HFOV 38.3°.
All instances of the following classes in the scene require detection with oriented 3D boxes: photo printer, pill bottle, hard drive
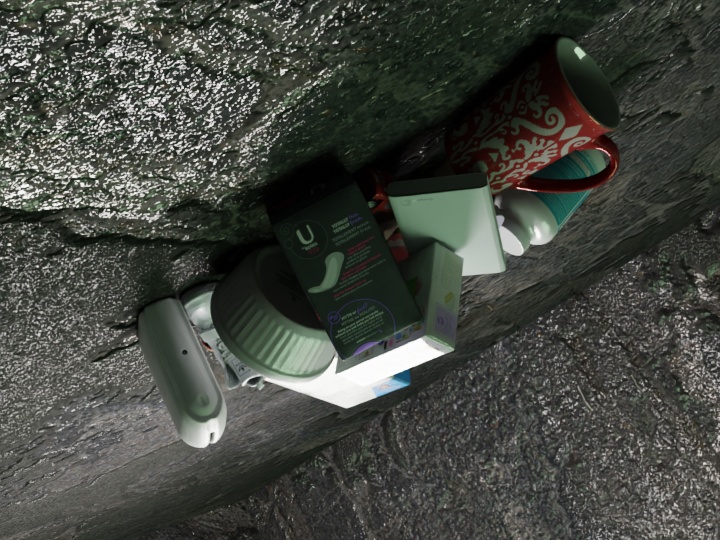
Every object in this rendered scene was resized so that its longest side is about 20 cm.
[{"bbox_3d":[-0.256,0.157,1.504,0.069,0.201,0.167,-22,166,-19],"label":"photo printer"},{"bbox_3d":[0.282,-0.118,1.605,0.200,0.111,0.111,-48,172,-18],"label":"pill bottle"},{"bbox_3d":[0.121,-0.056,1.410,0.130,0.027,0.201,-5,147,13],"label":"hard drive"}]

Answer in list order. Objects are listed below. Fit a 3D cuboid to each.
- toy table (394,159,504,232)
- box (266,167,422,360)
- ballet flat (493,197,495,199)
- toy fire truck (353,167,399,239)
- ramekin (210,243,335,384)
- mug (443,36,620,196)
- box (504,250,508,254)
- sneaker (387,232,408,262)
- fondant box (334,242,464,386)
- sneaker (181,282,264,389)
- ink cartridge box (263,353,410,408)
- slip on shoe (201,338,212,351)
[{"bbox_3d":[0.115,-0.075,1.556,0.200,0.118,0.183,-38,162,33],"label":"toy table"},{"bbox_3d":[-0.021,-0.009,1.322,0.121,0.201,0.106,-27,-162,-1],"label":"box"},{"bbox_3d":[0.164,-0.085,1.753,0.199,0.068,0.072,-31,-175,-6],"label":"ballet flat"},{"bbox_3d":[0.009,-0.066,1.463,0.140,0.049,0.200,4,147,-41],"label":"toy fire truck"},{"bbox_3d":[-0.103,0.052,1.453,0.201,0.203,0.094,-11,148,-48],"label":"ramekin"},{"bbox_3d":[0.223,-0.169,1.334,0.199,0.179,0.133,-32,169,35],"label":"mug"},{"bbox_3d":[0.230,-0.062,1.735,0.200,0.041,0.155,-36,-173,-39],"label":"box"},{"bbox_3d":[0.000,0.000,1.614,0.198,0.087,0.074,-12,148,-20],"label":"sneaker"},{"bbox_3d":[0.053,0.065,1.450,0.058,0.146,0.199,27,146,-28],"label":"fondant box"},{"bbox_3d":[-0.193,0.101,1.534,0.075,0.116,0.200,-28,148,3],"label":"sneaker"},{"bbox_3d":[-0.039,0.141,1.648,0.145,0.085,0.199,-24,146,34],"label":"ink cartridge box"},{"bbox_3d":[-0.173,0.079,1.661,0.199,0.075,0.061,-29,164,23],"label":"slip on shoe"}]
